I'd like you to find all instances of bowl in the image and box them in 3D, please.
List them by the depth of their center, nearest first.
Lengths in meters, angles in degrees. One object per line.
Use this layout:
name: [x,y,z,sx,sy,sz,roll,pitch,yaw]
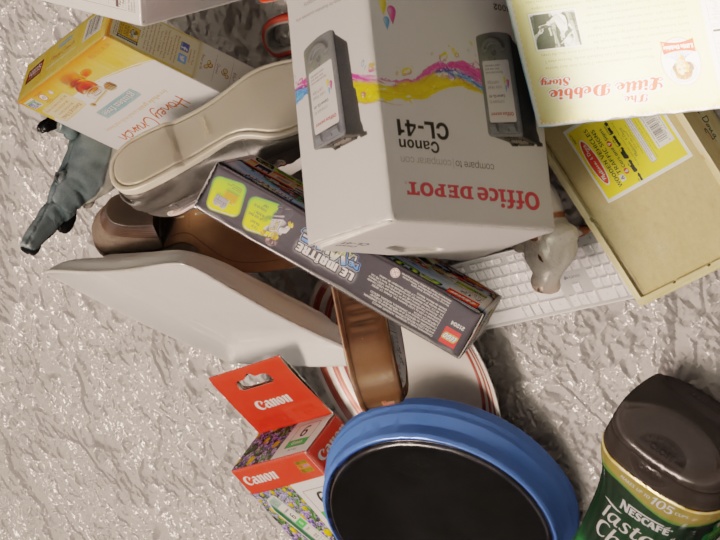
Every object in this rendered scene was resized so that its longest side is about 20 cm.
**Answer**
bowl: [0.065,0.184,1.575,0.200,0.039,0.201,12,132,14]

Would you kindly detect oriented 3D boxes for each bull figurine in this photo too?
bull figurine: [0.074,-0.065,1.427,0.200,0.065,0.121,56,145,2]

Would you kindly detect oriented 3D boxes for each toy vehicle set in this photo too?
toy vehicle set: [0.175,-0.084,1.342,0.124,0.027,0.200,-30,93,51]

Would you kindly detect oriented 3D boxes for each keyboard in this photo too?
keyboard: [0.117,0.010,1.480,0.200,0.011,0.056,-14,105,50]

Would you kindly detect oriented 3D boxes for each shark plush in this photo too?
shark plush: [-0.224,-0.101,1.628,0.083,0.200,0.091,41,164,-34]

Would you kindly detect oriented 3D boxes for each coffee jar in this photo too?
coffee jar: [0.207,0.170,1.440,0.104,0.085,0.200,34,136,25]

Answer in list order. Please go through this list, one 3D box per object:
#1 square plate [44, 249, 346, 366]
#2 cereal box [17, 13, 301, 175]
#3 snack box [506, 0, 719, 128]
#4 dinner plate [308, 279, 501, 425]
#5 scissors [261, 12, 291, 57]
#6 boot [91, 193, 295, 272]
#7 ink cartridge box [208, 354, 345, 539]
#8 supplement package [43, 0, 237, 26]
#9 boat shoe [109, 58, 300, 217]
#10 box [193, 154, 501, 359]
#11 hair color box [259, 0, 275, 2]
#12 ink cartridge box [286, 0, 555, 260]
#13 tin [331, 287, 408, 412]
square plate: [-0.115,0.028,1.607,0.198,0.028,0.200,29,160,-35]
cereal box: [-0.134,-0.120,1.536,0.200,0.040,0.144,25,151,-26]
snack box: [0.185,-0.153,1.245,0.200,0.037,0.116,-3,110,35]
dinner plate: [0.037,0.079,1.594,0.200,0.024,0.200,29,137,31]
scissors: [0.005,-0.156,1.477,0.200,0.014,0.073,0,116,46]
boot: [-0.114,-0.025,1.622,0.200,0.070,0.146,11,169,5]
ink cartridge box: [-0.043,0.164,1.686,0.200,0.050,0.109,49,143,-16]
supplement package: [-0.170,-0.273,1.450,0.200,0.152,0.151,18,118,38]
boat shoe: [-0.081,-0.094,1.467,0.057,0.200,0.067,48,-156,-54]
box: [-0.006,-0.012,1.371,0.200,0.110,0.035,30,100,5]
hair color box: [-0.046,-0.290,1.360,0.064,0.111,0.200,-2,114,46]
ink cartridge box: [0.037,-0.115,1.308,0.086,0.148,0.200,-19,74,48]
tin: [0.000,0.000,1.483,0.112,0.042,0.200,64,-165,-85]
